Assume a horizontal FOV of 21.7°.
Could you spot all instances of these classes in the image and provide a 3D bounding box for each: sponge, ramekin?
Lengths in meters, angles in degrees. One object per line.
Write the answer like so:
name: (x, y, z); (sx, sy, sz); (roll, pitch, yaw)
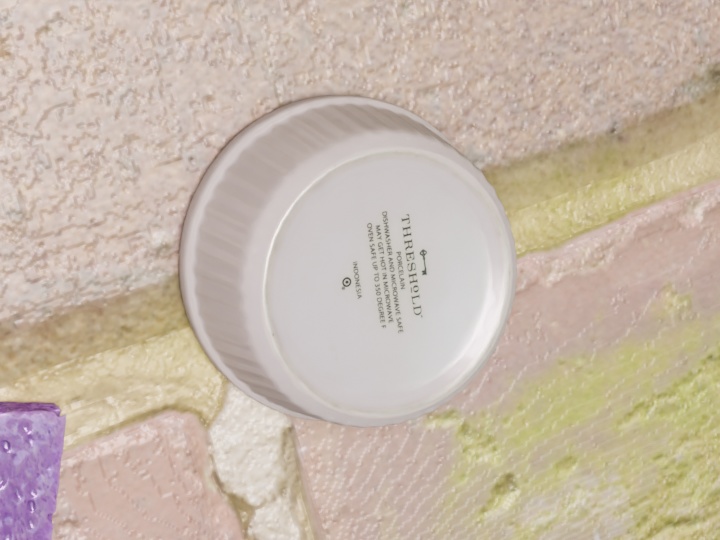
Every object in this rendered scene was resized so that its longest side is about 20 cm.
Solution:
sponge: (-0.271, 0.129, 1.063); (0.199, 0.030, 0.112); (3, 100, -23)
ramekin: (0.000, 0.000, 1.109); (0.201, 0.094, 0.204); (-4, 101, -20)
